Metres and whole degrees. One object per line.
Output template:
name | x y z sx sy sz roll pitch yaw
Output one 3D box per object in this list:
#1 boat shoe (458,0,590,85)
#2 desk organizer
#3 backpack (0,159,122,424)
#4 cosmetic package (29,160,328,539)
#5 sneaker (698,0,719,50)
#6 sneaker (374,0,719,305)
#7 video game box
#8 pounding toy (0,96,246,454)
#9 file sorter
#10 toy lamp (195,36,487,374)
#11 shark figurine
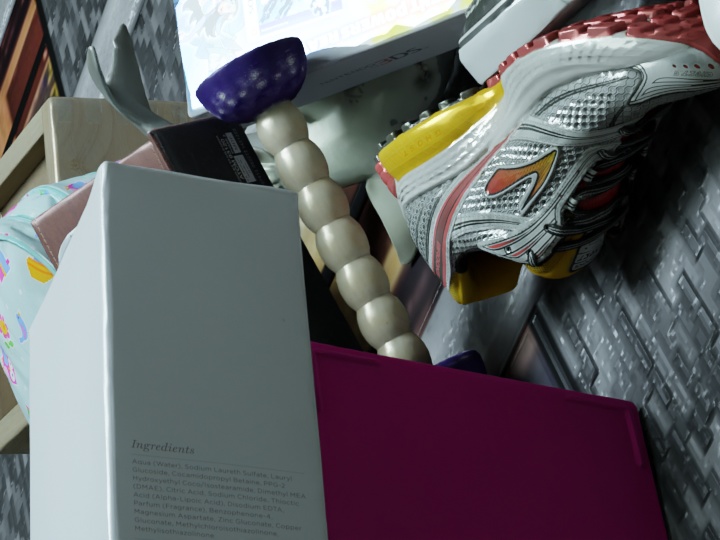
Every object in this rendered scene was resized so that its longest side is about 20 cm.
boat shoe | 0.092 -0.155 0.937 0.200 0.064 0.071 -49 -5 32
desk organizer | -0.051 0.041 1.053 0.077 0.072 0.201 -31 85 27
backpack | -0.094 0.043 1.170 0.201 0.126 0.167 61 143 7
cosmetic package | -0.067 0.075 0.864 0.113 0.081 0.201 123 151 -50
sneaker | 0.141 -0.168 0.813 0.075 0.088 0.201 17 97 35
sneaker | 0.086 -0.045 0.952 0.200 0.078 0.082 -33 75 55
video game box | -0.001 -0.178 1.080 0.199 0.047 0.183 -17 73 33
pounding toy | -0.120 -0.019 1.374 0.184 0.142 0.201 142 124 -59
file sorter | 0.029 0.151 0.880 0.126 0.138 0.201 121 151 -41
toy lamp | 0.000 0.000 1.031 0.201 0.058 0.058 62 148 6
shark figurine | -0.027 -0.073 1.190 0.214 0.090 0.129 -4 116 33
